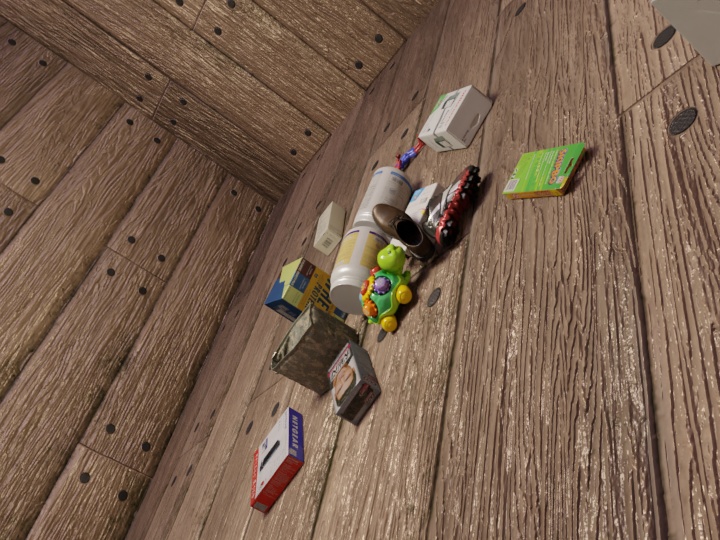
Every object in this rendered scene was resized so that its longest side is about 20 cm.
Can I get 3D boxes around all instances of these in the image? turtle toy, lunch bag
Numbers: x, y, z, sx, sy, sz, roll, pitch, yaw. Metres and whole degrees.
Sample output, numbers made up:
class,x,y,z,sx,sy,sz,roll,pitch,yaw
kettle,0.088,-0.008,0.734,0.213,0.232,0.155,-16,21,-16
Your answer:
class,x,y,z,sx,sy,sz,roll,pitch,yaw
turtle toy,0.059,0.037,1.434,0.204,0.099,0.146,-64,16,14
lunch bag,-0.121,0.214,1.566,0.201,0.162,0.119,-50,24,21

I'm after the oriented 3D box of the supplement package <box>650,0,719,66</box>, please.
class,x,y,z,sx,sy,sz,roll,pitch,yaw
supplement package,0.538,-0.432,0.832,0.204,0.149,0.151,-62,17,-12

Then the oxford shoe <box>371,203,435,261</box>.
class,x,y,z,sx,sy,sz,roll,pitch,yaw
oxford shoe,0.093,-0.108,1.415,0.073,0.085,0.199,-48,56,-4

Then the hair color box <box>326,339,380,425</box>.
class,x,y,z,sx,sy,sz,roll,pitch,yaw
hair color box,-0.020,0.253,1.394,0.100,0.060,0.201,-55,18,11

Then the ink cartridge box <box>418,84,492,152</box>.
class,x,y,z,sx,sy,sz,roll,pitch,yaw
ink cartridge box,0.262,-0.420,1.687,0.148,0.083,0.200,-60,18,-3

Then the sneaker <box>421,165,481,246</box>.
class,x,y,z,sx,sy,sz,roll,pitch,yaw
sneaker,0.205,-0.158,1.391,0.097,0.071,0.204,21,80,39

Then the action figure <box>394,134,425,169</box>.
class,x,y,z,sx,sy,sz,roll,pitch,yaw
action figure,0.137,-0.358,1.998,0.201,0.051,0.066,-53,21,25

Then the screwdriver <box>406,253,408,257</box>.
class,x,y,z,sx,sy,sz,roll,pitch,yaw
screwdriver,0.090,-0.112,1.623,0.029,0.028,0.203,-38,50,25

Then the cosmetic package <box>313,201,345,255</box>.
class,x,y,z,sx,sy,sz,roll,pitch,yaw
cosmetic package,-0.117,-0.163,2.331,0.104,0.072,0.202,-47,20,31

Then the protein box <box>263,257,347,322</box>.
class,x,y,z,sx,sy,sz,roll,pitch,yaw
protein box,-0.153,0.086,1.805,0.137,0.198,0.198,-63,18,-19

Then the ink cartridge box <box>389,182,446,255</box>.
class,x,y,z,sx,sy,sz,roll,pitch,yaw
ink cartridge box,0.148,-0.108,1.513,0.204,0.067,0.115,-63,19,-15

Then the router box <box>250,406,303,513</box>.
class,x,y,z,sx,sy,sz,roll,pitch,yaw
router box,-0.216,0.487,1.569,0.181,0.048,0.201,-55,18,14

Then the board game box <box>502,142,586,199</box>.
class,x,y,z,sx,sy,sz,roll,pitch,yaw
board game box,0.351,-0.187,1.153,0.097,0.030,0.200,-61,15,-5

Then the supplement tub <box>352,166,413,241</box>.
class,x,y,z,sx,sy,sz,roll,pitch,yaw
supplement tub,0.067,-0.187,1.765,0.131,0.130,0.204,-27,35,58

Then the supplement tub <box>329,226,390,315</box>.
class,x,y,z,sx,sy,sz,roll,pitch,yaw
supplement tub,0.000,0.000,1.618,0.145,0.144,0.203,-38,26,46
